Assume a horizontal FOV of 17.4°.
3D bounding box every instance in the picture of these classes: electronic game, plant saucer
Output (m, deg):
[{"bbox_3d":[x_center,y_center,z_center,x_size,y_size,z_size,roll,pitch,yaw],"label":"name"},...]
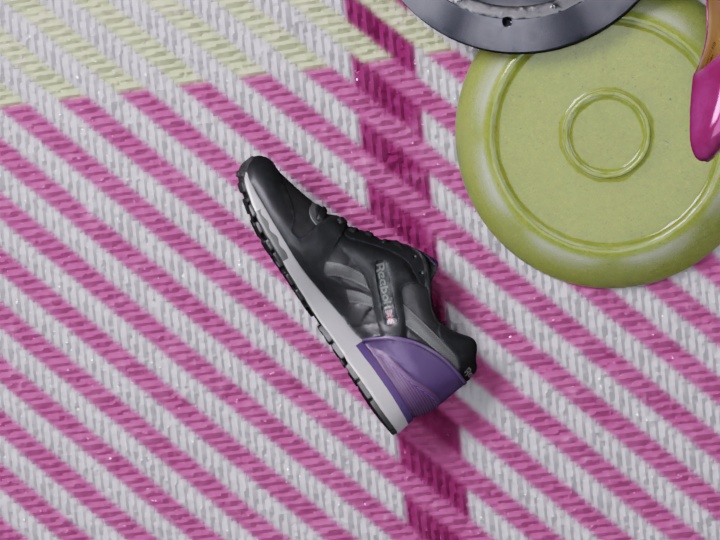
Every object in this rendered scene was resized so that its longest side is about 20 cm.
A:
[{"bbox_3d":[0.101,-0.234,1.475,0.200,0.042,0.200,-1,86,11],"label":"electronic game"},{"bbox_3d":[0.157,-0.087,1.491,0.200,0.031,0.200,1,95,10],"label":"plant saucer"}]

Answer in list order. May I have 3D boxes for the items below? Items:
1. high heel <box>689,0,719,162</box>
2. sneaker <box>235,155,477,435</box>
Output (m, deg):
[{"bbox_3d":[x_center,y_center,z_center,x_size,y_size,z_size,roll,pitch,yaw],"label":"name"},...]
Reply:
[{"bbox_3d":[0.209,-0.170,1.428,0.096,0.067,0.200,21,82,-11],"label":"high heel"},{"bbox_3d":[0.000,0.000,1.518,0.088,0.076,0.200,-34,93,-3],"label":"sneaker"}]
